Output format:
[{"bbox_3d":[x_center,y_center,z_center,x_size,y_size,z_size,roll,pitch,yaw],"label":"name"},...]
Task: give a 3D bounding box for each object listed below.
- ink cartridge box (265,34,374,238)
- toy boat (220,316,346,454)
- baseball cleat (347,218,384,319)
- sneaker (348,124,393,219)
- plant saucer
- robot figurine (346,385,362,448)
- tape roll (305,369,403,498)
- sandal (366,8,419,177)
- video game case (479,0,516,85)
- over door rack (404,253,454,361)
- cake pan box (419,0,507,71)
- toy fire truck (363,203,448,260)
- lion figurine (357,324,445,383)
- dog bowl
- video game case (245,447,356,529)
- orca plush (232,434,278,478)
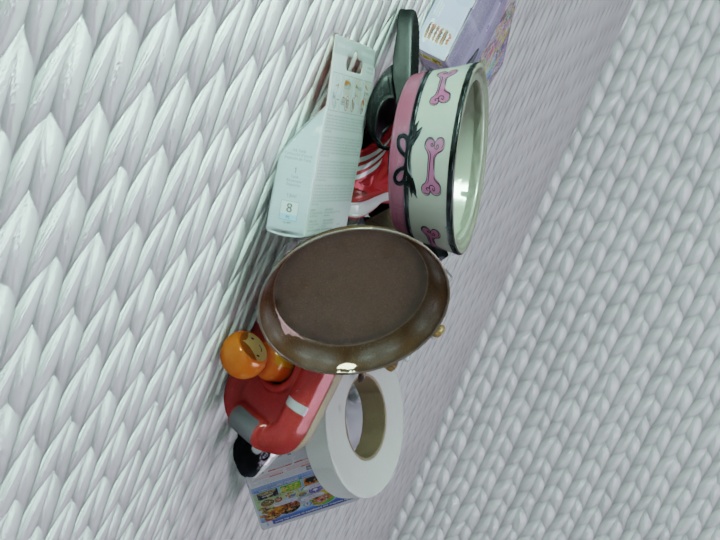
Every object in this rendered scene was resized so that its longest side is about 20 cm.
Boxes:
[{"bbox_3d":[-0.039,-0.137,1.411,0.160,0.047,0.202,-12,112,-75],"label":"ink cartridge box"},{"bbox_3d":[-0.098,0.096,1.497,0.130,0.130,0.202,16,102,-49],"label":"toy boat"},{"bbox_3d":[-0.007,0.002,1.534,0.069,0.107,0.200,-27,-160,7],"label":"baseball cleat"},{"bbox_3d":[0.031,-0.140,1.582,0.200,0.078,0.116,-47,162,-57],"label":"sneaker"},{"bbox_3d":[-0.008,0.025,1.399,0.035,0.198,0.202,-104,-155,-47],"label":"plant saucer"},{"bbox_3d":[-0.043,0.203,1.905,0.169,0.114,0.200,-32,175,23],"label":"robot figurine"},{"bbox_3d":[-0.007,0.182,1.710,0.202,0.037,0.205,12,76,-59],"label":"tape roll"},{"bbox_3d":[0.034,-0.186,1.483,0.075,0.047,0.203,67,26,-65],"label":"sandal"},{"bbox_3d":[0.184,-0.315,2.007,0.144,0.018,0.201,-58,168,-26],"label":"video game case"},{"bbox_3d":[0.125,0.061,2.467,0.201,0.066,0.148,-59,169,-19],"label":"over door rack"},{"bbox_3d":[0.140,-0.334,1.695,0.202,0.052,0.184,-63,171,2],"label":"cake pan box"},{"bbox_3d":[0.000,0.000,1.719,0.199,0.130,0.176,-28,175,14],"label":"toy fire truck"},{"bbox_3d":[0.023,0.046,1.614,0.200,0.122,0.073,-42,-164,30],"label":"lion figurine"},{"bbox_3d":[0.082,-0.119,1.437,0.200,0.073,0.203,6,90,-76],"label":"dog bowl"},{"bbox_3d":[-0.079,0.269,1.812,0.142,0.018,0.201,-17,142,-7],"label":"video game case"},{"bbox_3d":[-0.101,0.155,1.676,0.200,0.105,0.071,-46,128,-24],"label":"orca plush"}]
